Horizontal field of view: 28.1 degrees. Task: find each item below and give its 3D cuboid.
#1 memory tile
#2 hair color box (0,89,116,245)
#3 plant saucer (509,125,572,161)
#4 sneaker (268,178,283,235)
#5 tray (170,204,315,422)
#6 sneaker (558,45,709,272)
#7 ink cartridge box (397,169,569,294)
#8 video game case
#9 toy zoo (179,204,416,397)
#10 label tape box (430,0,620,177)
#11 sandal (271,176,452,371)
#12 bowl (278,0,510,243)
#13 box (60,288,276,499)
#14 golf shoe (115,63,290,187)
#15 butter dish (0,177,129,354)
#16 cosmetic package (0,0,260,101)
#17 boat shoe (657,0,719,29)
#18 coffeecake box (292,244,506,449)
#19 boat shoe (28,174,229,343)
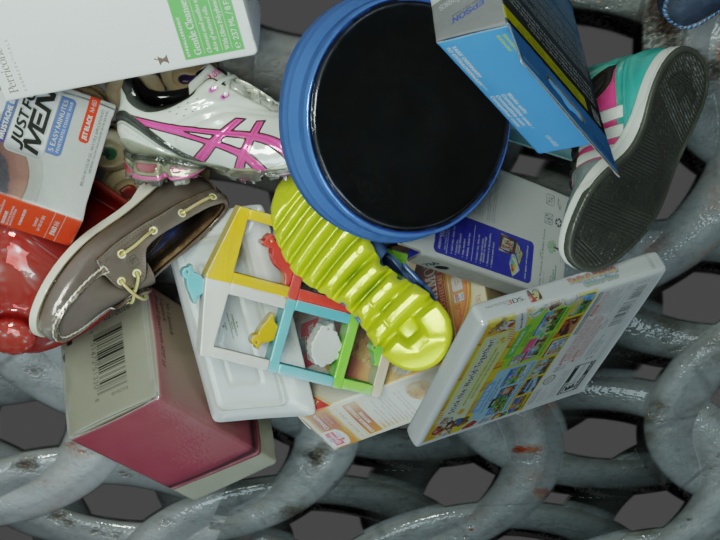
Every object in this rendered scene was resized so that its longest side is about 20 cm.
[{"bbox_3d":[-0.181,-0.134,1.217,0.152,0.017,0.200,-15,137,12],"label":"memory tile"},{"bbox_3d":[-0.307,-0.108,1.142,0.199,0.111,0.064,18,155,-15],"label":"hair color box"},{"bbox_3d":[0.120,-0.146,1.228,0.199,0.019,0.070,16,134,-20],"label":"plant saucer"},{"bbox_3d":[-0.019,-0.063,1.267,0.099,0.071,0.200,18,130,-17],"label":"sneaker"},{"bbox_3d":[-0.112,0.045,1.280,0.107,0.022,0.201,-6,107,23],"label":"tray"},{"bbox_3d":[0.193,-0.096,1.181,0.083,0.201,0.121,35,170,-28],"label":"sneaker"},{"bbox_3d":[0.101,-0.042,1.257,0.199,0.100,0.039,19,163,-37],"label":"ink cartridge box"},{"bbox_3d":[0.144,0.068,1.208,0.181,0.023,0.200,-15,151,-25],"label":"video game case"},{"bbox_3d":[-0.059,0.024,1.235,0.199,0.020,0.132,16,91,-20],"label":"toy zoo"},{"bbox_3d":[0.115,-0.163,1.071,0.063,0.201,0.144,-28,133,24],"label":"label tape box"},{"bbox_3d":[0.000,0.000,1.202,0.079,0.087,0.200,-39,86,8],"label":"sandal"},{"bbox_3d":[0.033,-0.121,1.134,0.200,0.202,0.039,24,174,-28],"label":"bowl"},{"bbox_3d":[-0.184,0.121,1.392,0.109,0.128,0.200,-25,146,19],"label":"box"},{"bbox_3d":[-0.103,-0.120,1.161,0.199,0.073,0.093,-2,114,9],"label":"golf shoe"},{"bbox_3d":[-0.296,0.007,1.260,0.199,0.148,0.200,-29,132,29],"label":"butter dish"},{"bbox_3d":[-0.183,-0.207,1.077,0.199,0.085,0.108,-11,127,6],"label":"cosmetic package"},{"bbox_3d":[0.296,-0.253,1.085,0.084,0.069,0.200,18,134,-23],"label":"boat shoe"},{"bbox_3d":[0.040,0.058,1.344,0.199,0.154,0.073,-22,138,19],"label":"coffeecake box"},{"bbox_3d":[-0.192,-0.010,1.202,0.059,0.200,0.072,32,150,19],"label":"boat shoe"}]
